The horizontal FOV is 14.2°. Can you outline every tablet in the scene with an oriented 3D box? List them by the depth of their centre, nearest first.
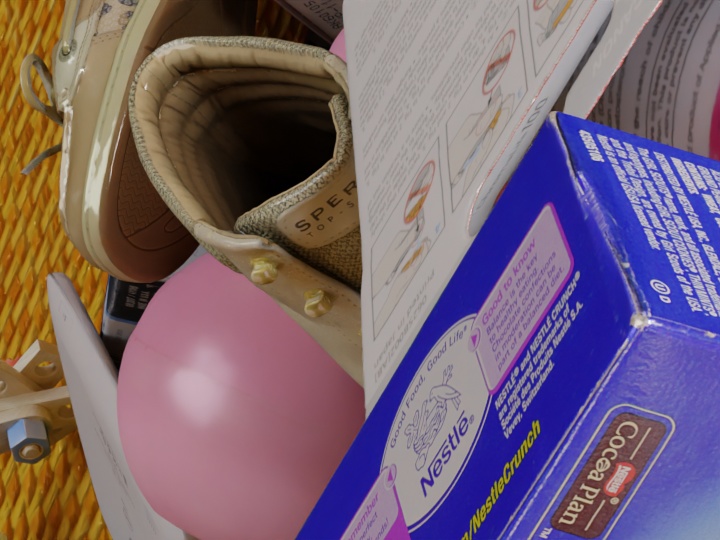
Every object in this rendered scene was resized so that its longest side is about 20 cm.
[{"bbox_3d":[-0.083,0.097,1.116,0.200,0.014,0.130,-125,21,-56],"label":"tablet"}]

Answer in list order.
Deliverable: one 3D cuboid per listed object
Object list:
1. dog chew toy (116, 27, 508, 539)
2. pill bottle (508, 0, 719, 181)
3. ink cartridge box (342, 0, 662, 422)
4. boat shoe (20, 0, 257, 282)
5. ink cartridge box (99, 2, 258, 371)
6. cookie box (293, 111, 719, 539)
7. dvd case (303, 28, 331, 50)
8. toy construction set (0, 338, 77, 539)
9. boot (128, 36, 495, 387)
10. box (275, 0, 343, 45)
[{"bbox_3d":[0.000,0.000,0.959,0.201,0.124,0.124,-67,24,1],"label":"dog chew toy"},{"bbox_3d":[0.104,-0.047,0.758,0.200,0.113,0.114,26,101,65],"label":"pill bottle"},{"bbox_3d":[0.051,-0.068,0.656,0.163,0.057,0.200,-59,23,29],"label":"ink cartridge box"},{"bbox_3d":[-0.076,-0.083,1.013,0.062,0.073,0.201,-6,55,27],"label":"boat shoe"},{"bbox_3d":[-0.067,-0.065,1.146,0.198,0.043,0.201,114,167,-73],"label":"ink cartridge box"},{"bbox_3d":[0.094,0.076,0.606,0.171,0.199,0.075,-60,27,29],"label":"cookie box"},{"bbox_3d":[-0.016,0.012,1.093,0.150,0.025,0.201,42,116,63],"label":"dvd case"},{"bbox_3d":[-0.173,0.123,1.270,0.200,0.092,0.131,-90,20,-48],"label":"toy construction set"},{"bbox_3d":[0.032,0.014,0.784,0.072,0.155,0.200,-52,47,-5],"label":"boot"},{"bbox_3d":[0.002,-0.189,1.028,0.095,0.078,0.201,-23,62,22],"label":"box"}]
